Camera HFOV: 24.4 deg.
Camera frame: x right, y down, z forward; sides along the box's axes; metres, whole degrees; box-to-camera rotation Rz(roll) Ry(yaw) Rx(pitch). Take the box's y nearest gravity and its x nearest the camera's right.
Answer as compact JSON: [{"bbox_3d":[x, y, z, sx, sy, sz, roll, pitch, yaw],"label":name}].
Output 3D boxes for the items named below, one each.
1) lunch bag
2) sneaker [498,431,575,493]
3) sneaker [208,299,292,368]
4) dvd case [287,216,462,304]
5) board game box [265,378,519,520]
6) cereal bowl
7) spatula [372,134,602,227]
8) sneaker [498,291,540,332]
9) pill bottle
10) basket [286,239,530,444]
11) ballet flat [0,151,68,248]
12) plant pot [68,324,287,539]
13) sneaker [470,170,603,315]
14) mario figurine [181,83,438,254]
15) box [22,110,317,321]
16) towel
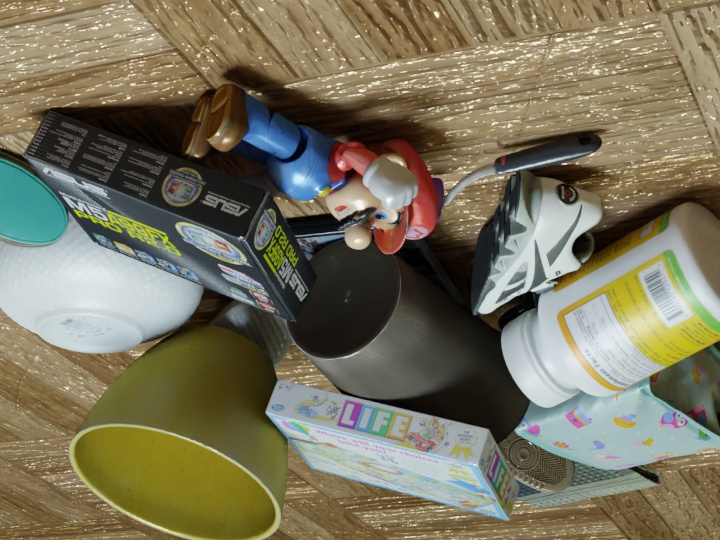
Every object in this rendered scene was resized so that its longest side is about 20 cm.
[{"bbox_3d":[0.273,0.127,1.622,0.169,0.123,0.199,-23,141,39],"label":"lunch bag"},{"bbox_3d":[0.132,0.165,1.711,0.199,0.071,0.113,38,164,13],"label":"sneaker"},{"bbox_3d":[-0.120,0.078,1.614,0.078,0.080,0.200,34,123,-6],"label":"sneaker"},{"bbox_3d":[0.000,0.000,1.488,0.141,0.018,0.200,-5,156,17],"label":"dvd case"},{"bbox_3d":[0.030,0.157,1.452,0.198,0.035,0.135,12,157,23],"label":"board game box"},{"bbox_3d":[-0.235,0.019,1.471,0.198,0.084,0.200,2,157,1],"label":"cereal bowl"},{"bbox_3d":[0.094,-0.072,1.293,0.198,0.057,0.021,-18,131,25],"label":"spatula"},{"bbox_3d":[0.206,0.033,1.486,0.078,0.067,0.199,20,151,-34],"label":"sneaker"},{"bbox_3d":[0.219,0.037,1.389,0.199,0.112,0.111,-32,142,31],"label":"pill bottle"},{"bbox_3d":[0.032,0.065,1.451,0.179,0.137,0.200,9,159,34],"label":"basket"},{"bbox_3d":[-0.324,-0.073,1.319,0.199,0.068,0.063,22,177,-36],"label":"ballet flat"},{"bbox_3d":[-0.146,0.136,1.510,0.198,0.143,0.201,13,146,9],"label":"plant pot"},{"bbox_3d":[0.145,-0.011,1.382,0.087,0.075,0.200,8,156,-9],"label":"sneaker"},{"bbox_3d":[-0.032,-0.060,1.235,0.198,0.124,0.107,20,108,-22],"label":"mario figurine"},{"bbox_3d":[-0.143,-0.040,1.287,0.198,0.045,0.160,21,163,20],"label":"box"},{"bbox_3d":[0.232,0.233,1.987,0.199,0.035,0.192,-18,146,41],"label":"towel"}]
